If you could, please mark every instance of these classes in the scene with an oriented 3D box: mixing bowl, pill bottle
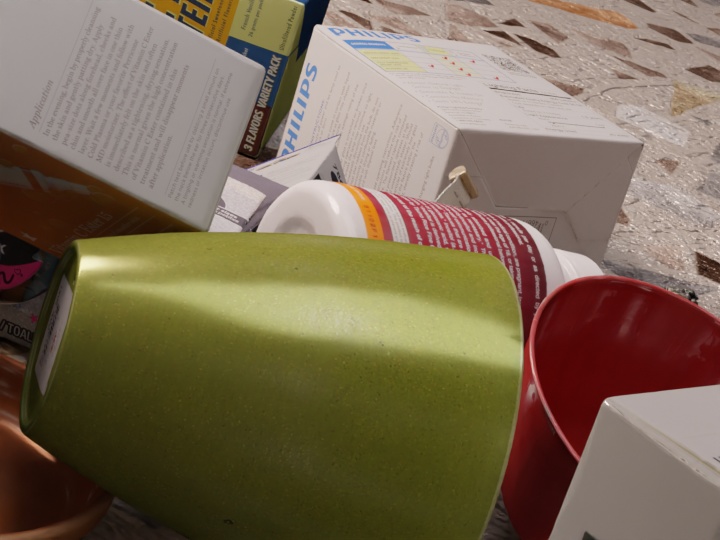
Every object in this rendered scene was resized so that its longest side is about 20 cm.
[{"bbox_3d":[0.151,0.113,1.042,0.199,0.109,0.201,21,38,-17],"label":"mixing bowl"},{"bbox_3d":[0.043,0.018,1.098,0.199,0.113,0.113,9,22,-32],"label":"pill bottle"}]

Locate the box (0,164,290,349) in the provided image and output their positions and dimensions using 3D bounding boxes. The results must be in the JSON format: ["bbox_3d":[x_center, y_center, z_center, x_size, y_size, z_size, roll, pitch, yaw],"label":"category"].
[{"bbox_3d":[-0.160,-0.022,1.132,0.199,0.115,0.132,22,20,8],"label":"box"}]

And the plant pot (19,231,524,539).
[{"bbox_3d":[-0.053,0.058,0.910,0.199,0.188,0.187,15,21,-17],"label":"plant pot"}]

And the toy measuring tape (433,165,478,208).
[{"bbox_3d":[0.000,0.000,1.230,0.073,0.074,0.200,27,51,19],"label":"toy measuring tape"}]

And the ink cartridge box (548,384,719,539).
[{"bbox_3d":[0.144,0.153,0.839,0.146,0.201,0.083,-1,28,-44],"label":"ink cartridge box"}]

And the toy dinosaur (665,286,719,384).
[{"bbox_3d":[0.168,0.054,1.150,0.047,0.088,0.201,26,42,-65],"label":"toy dinosaur"}]

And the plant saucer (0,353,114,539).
[{"bbox_3d":[-0.215,0.087,0.919,0.199,0.038,0.200,16,21,-6],"label":"plant saucer"}]

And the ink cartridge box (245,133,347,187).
[{"bbox_3d":[-0.067,-0.036,1.285,0.099,0.039,0.200,-20,14,18],"label":"ink cartridge box"}]

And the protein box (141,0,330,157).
[{"bbox_3d":[-0.142,-0.213,1.600,0.199,0.135,0.199,20,21,1],"label":"protein box"}]

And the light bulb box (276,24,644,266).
[{"bbox_3d":[0.074,-0.091,1.501,0.198,0.125,0.200,2,26,-38],"label":"light bulb box"}]

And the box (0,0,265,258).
[{"bbox_3d":[-0.169,-0.088,0.953,0.199,0.098,0.124,27,-23,-19],"label":"box"}]
